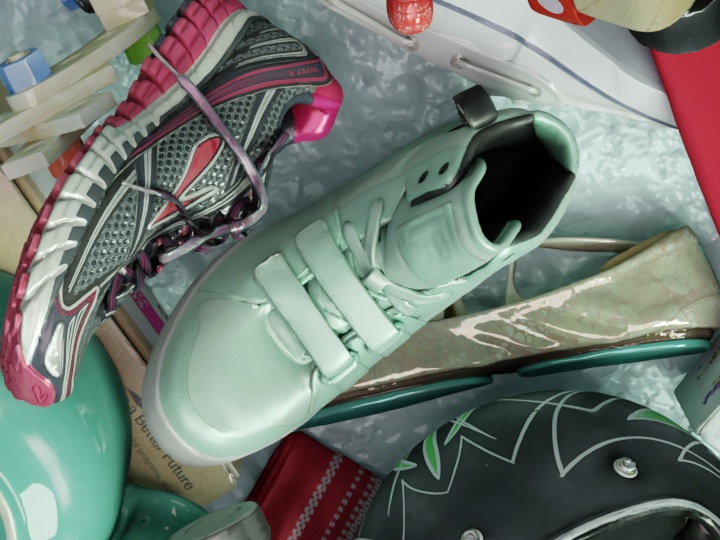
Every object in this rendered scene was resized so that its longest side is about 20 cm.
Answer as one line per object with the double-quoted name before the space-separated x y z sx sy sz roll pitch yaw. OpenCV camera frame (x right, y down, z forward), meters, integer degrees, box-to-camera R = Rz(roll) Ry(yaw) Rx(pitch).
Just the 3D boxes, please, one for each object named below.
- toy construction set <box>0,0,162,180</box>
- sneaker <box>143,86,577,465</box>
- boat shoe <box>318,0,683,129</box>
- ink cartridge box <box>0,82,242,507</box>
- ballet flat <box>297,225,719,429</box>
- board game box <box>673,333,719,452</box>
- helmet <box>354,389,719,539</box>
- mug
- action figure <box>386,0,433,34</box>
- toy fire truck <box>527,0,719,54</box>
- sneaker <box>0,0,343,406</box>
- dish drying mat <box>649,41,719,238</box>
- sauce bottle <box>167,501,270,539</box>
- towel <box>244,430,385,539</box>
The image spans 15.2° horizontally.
"toy construction set" -0.125 -0.140 1.078 0.092 0.131 0.200 -9 109 6
"sneaker" 0.000 -0.001 1.081 0.200 0.118 0.074 -41 96 -17
"boat shoe" 0.069 -0.104 1.125 0.200 0.074 0.065 28 139 -1
"ink cartridge box" -0.171 0.044 1.174 0.165 0.075 0.200 -32 105 11
"ballet flat" 0.057 0.022 1.176 0.200 0.067 0.062 -11 82 2
"board game box" 0.254 0.026 1.147 0.147 0.064 0.200 37 99 -10
"helmet" 0.087 0.143 1.125 0.200 0.200 0.191 -37 91 14
"mug" -0.158 0.083 1.088 0.185 0.114 0.152 -9 109 5
"action figure" 0.007 -0.191 1.068 0.065 0.052 0.200 -7 83 -5
"toy fire truck" 0.072 -0.201 1.022 0.200 0.176 0.129 22 157 30
"sneaker" -0.076 -0.027 1.054 0.075 0.200 0.081 31 150 1
"dish drying mat" 0.154 -0.085 1.091 0.077 0.018 0.200 -16 83 -25
"sauce bottle" -0.022 0.191 1.086 0.065 0.065 0.200 -23 96 9
"towel" 0.015 0.180 1.221 0.200 0.022 0.145 31 83 -10
